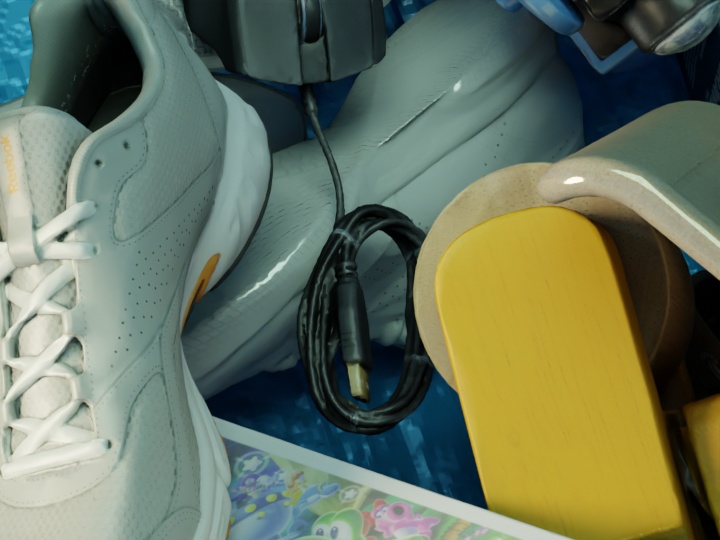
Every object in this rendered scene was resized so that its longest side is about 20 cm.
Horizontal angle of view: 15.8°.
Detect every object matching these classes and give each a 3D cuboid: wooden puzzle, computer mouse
[{"bbox_3d":[0.152,0.009,0.668,0.200,0.185,0.046,35,105,8],"label":"wooden puzzle"},{"bbox_3d":[-0.012,-0.049,0.756,0.058,0.034,0.201,-7,67,-18],"label":"computer mouse"}]

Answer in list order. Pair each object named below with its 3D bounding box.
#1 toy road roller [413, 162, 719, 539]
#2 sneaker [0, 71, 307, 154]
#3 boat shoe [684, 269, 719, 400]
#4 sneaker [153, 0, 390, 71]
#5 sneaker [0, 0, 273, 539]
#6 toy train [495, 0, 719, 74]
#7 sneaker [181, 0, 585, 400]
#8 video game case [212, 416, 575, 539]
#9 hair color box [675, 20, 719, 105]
[{"bbox_3d":[0.110,0.058,0.710,0.145,0.123,0.201,-19,83,11],"label":"toy road roller"},{"bbox_3d":[-0.111,-0.016,0.832,0.199,0.070,0.081,-12,83,-12],"label":"sneaker"},{"bbox_3d":[0.176,0.058,0.783,0.199,0.073,0.072,19,60,9],"label":"boat shoe"},{"bbox_3d":[-0.017,-0.108,0.860,0.200,0.082,0.075,-29,87,-36],"label":"sneaker"},{"bbox_3d":[-0.078,0.010,0.673,0.075,0.092,0.201,-10,52,18],"label":"sneaker"},{"bbox_3d":[0.049,-0.150,0.803,0.087,0.114,0.200,-39,82,17],"label":"toy train"},{"bbox_3d":[0.000,0.000,0.813,0.200,0.089,0.075,-39,32,-19],"label":"sneaker"},{"bbox_3d":[-0.038,0.101,0.647,0.199,0.018,0.143,15,49,41],"label":"video game case"},{"bbox_3d":[0.160,-0.079,0.872,0.099,0.061,0.201,-9,59,-6],"label":"hair color box"}]
